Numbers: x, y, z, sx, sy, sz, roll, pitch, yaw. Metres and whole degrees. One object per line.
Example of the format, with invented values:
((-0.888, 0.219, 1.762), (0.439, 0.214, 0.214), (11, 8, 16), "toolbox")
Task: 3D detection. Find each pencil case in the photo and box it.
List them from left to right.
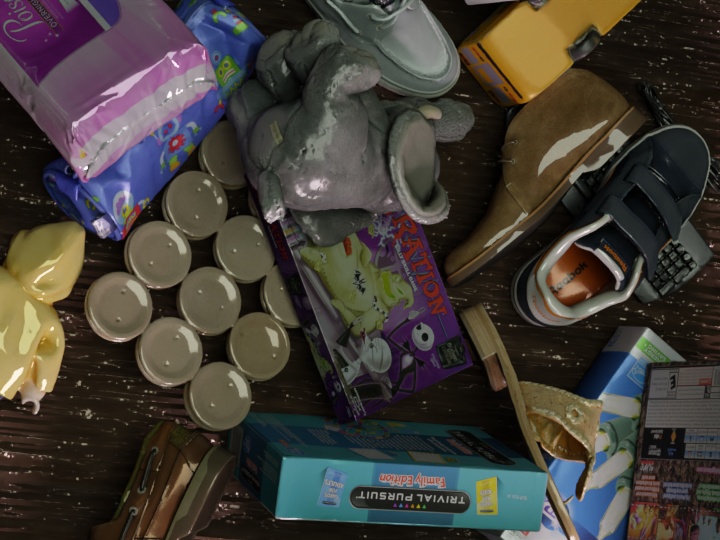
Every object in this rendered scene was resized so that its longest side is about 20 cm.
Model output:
((-0.149, -0.114, 1.633), (0.078, 0.087, 0.200), (33, 76, 22), "pencil case")

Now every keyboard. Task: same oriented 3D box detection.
((0.215, -0.083, 1.784), (0.127, 0.021, 0.200), (-42, 102, -14), "keyboard")

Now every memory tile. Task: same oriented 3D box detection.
((-0.100, 0.004, 1.663), (0.153, 0.017, 0.200), (41, 65, -14), "memory tile")

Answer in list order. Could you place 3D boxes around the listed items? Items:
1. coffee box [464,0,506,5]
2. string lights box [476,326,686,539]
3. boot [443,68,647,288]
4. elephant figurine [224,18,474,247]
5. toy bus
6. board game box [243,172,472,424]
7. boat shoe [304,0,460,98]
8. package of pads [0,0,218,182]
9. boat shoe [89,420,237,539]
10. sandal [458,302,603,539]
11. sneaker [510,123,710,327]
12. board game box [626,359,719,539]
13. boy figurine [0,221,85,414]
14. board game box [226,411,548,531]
((0.092, -0.312, 1.667), (0.113, 0.079, 0.201), (-53, 127, -36), "coffee box")
((0.191, 0.153, 1.752), (0.103, 0.059, 0.200), (39, 78, -13), "string lights box")
((0.125, -0.071, 1.730), (0.075, 0.074, 0.200), (45, 82, 0), "boot")
((0.009, -0.081, 1.629), (0.200, 0.141, 0.156), (35, 93, -38), "elephant figurine")
((0.171, -0.215, 1.741), (0.200, 0.078, 0.065), (-44, 101, -14), "toy bus")
((0.000, 0.000, 1.690), (0.120, 0.032, 0.201), (-24, 94, -37), "board game box")
((0.002, -0.205, 1.689), (0.201, 0.071, 0.070), (43, 77, -13), "boat shoe")
((-0.204, -0.169, 1.575), (0.120, 0.076, 0.200), (-35, 66, -15), "package of pads")
((-0.164, 0.206, 1.638), (0.068, 0.072, 0.201), (28, 86, 11), "boat shoe")
((0.146, 0.104, 1.684), (0.069, 0.078, 0.213), (-25, 61, -1), "sandal")
((0.204, -0.031, 1.736), (0.078, 0.079, 0.200), (44, 84, -11), "sneaker")
((0.275, 0.171, 1.660), (0.096, 0.159, 0.202), (10, 84, -18), "board game box")
((-0.267, 0.044, 1.603), (0.124, 0.064, 0.201), (33, 79, -14), "boy figurine")
((0.016, 0.146, 1.645), (0.199, 0.151, 0.047), (5, 97, -18), "board game box")
